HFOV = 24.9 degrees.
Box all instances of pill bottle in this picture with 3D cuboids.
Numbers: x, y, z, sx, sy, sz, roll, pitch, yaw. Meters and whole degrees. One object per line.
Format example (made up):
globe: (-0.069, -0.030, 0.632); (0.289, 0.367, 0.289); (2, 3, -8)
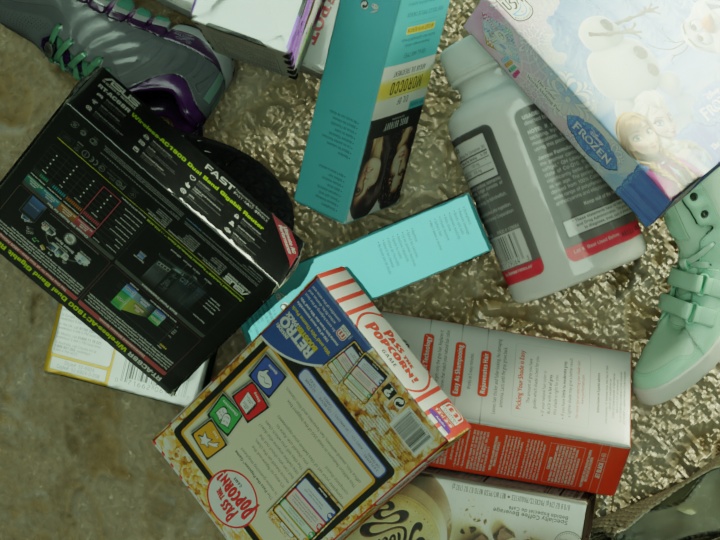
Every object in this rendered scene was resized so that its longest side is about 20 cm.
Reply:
pill bottle: (0.132, -0.086, 1.237); (0.110, 0.111, 0.201); (-21, 89, 2)

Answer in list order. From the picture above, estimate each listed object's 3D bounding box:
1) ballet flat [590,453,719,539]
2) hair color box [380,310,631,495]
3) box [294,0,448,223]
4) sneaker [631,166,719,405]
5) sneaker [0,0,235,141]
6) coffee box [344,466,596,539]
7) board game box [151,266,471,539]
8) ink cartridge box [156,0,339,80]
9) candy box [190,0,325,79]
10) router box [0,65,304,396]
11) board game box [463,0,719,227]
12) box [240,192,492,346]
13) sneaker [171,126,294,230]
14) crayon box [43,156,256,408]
ballet flat: (0.259, 0.188, 1.271); (0.199, 0.046, 0.068); (-22, 91, 2)
hair color box: (0.104, 0.101, 1.243); (0.198, 0.102, 0.062); (10, 134, 2)
box: (0.012, -0.141, 1.211); (0.049, 0.082, 0.201); (25, 116, 24)
sneaker: (0.242, -0.004, 1.241); (0.118, 0.074, 0.201); (38, 82, -21)
sneaker: (-0.199, -0.164, 1.251); (0.198, 0.075, 0.088); (18, 57, 1)
coffee box: (0.073, 0.209, 1.245); (0.198, 0.080, 0.114); (9, 91, 12)
board game box: (-0.040, 0.120, 1.190); (0.200, 0.046, 0.152); (-43, 79, 25)
ink cartridge box: (-0.082, -0.253, 1.255); (0.199, 0.086, 0.149); (27, 92, -1)
candy box: (-0.050, -0.228, 1.112); (0.071, 0.200, 0.169); (19, 92, -1)
router box: (-0.161, -0.025, 1.172); (0.200, 0.062, 0.150); (41, 126, -9)
board game box: (0.210, -0.161, 1.204); (0.200, 0.043, 0.199); (-37, 79, -33)
box: (0.000, 0.000, 1.258); (0.199, 0.082, 0.050); (-23, 91, 2)
sneaker: (-0.145, -0.059, 1.228); (0.199, 0.072, 0.083); (26, 125, 2)
crayon box: (-0.161, -0.004, 1.278); (0.125, 0.052, 0.202); (14, 92, 2)
